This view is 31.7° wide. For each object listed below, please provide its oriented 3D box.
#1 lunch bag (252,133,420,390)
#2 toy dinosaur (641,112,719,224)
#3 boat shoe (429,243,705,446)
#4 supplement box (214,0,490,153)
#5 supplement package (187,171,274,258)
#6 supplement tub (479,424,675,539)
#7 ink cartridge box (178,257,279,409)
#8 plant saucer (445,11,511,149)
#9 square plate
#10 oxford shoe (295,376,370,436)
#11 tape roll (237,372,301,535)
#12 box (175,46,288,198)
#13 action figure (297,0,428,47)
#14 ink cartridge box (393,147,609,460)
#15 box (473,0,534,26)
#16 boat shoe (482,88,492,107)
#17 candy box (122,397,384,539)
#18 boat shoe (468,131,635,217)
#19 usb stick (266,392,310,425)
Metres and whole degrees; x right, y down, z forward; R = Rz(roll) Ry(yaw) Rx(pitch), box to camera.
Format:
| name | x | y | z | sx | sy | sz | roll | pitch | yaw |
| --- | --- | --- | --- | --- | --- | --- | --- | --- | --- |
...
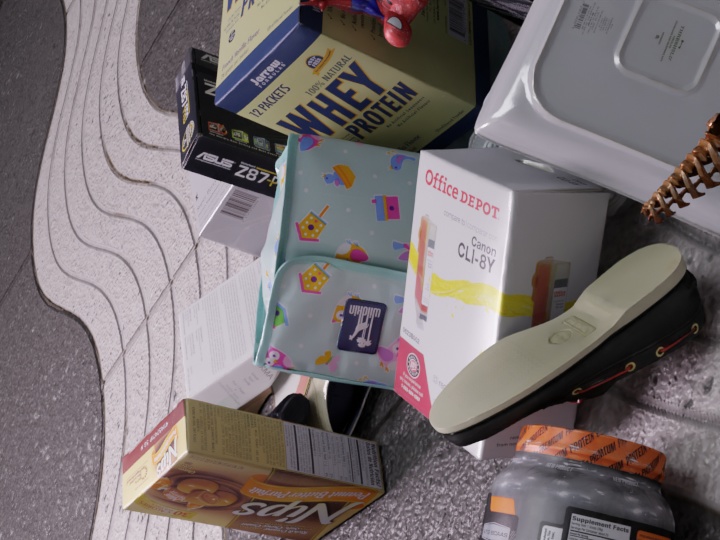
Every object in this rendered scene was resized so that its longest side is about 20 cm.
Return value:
| name | x | y | z | sx | sy | sz | roll | pitch | yaw |
| --- | --- | --- | --- | --- | --- | --- | --- | --- | --- |
| lunch bag | 0.000 | 0.000 | 1.075 | 0.122 | 0.170 | 0.201 | 130 | 148 | -69 |
| toy dinosaur | 0.256 | -0.077 | 0.747 | 0.199 | 0.136 | 0.102 | -14 | 32 | 7 |
| boat shoe | 0.140 | 0.062 | 0.846 | 0.201 | 0.063 | 0.074 | -33 | 25 | -3 |
| supplement box | -0.005 | -0.220 | 1.116 | 0.134 | 0.199 | 0.201 | -34 | 46 | 45 |
| supplement package | -0.111 | -0.124 | 1.385 | 0.121 | 0.119 | 0.200 | -52 | 34 | 29 |
| supplement tub | 0.130 | 0.206 | 0.805 | 0.122 | 0.122 | 0.201 | -6 | 67 | 57 |
| ink cartridge box | -0.092 | 0.045 | 1.285 | 0.200 | 0.050 | 0.161 | -33 | 31 | 8 |
| plant saucer | 0.064 | -0.165 | 1.208 | 0.201 | 0.039 | 0.202 | -34 | 47 | 45 |
| square plate | 0.203 | -0.145 | 0.838 | 0.028 | 0.198 | 0.201 | 42 | -108 | -79 |
| oxford shoe | -0.005 | 0.061 | 1.159 | 0.074 | 0.071 | 0.201 | 18 | 99 | 63 |
| tape roll | -0.100 | 0.163 | 1.285 | 0.203 | 0.037 | 0.203 | -35 | 45 | 44 |
| box | -0.082 | -0.132 | 1.254 | 0.049 | 0.199 | 0.161 | -59 | 26 | 31 |
| action figure | 0.004 | -0.267 | 1.005 | 0.065 | 0.099 | 0.201 | -39 | 49 | 49 |
| ink cartridge box | 0.099 | 0.019 | 0.944 | 0.145 | 0.083 | 0.201 | -146 | 58 | -60 |
| box | 0.147 | -0.234 | 1.000 | 0.079 | 0.141 | 0.200 | -64 | 31 | 7 |
| boat shoe | 0.185 | -0.118 | 0.898 | 0.200 | 0.071 | 0.091 | -20 | 60 | 20 |
| candy box | -0.093 | 0.178 | 1.101 | 0.115 | 0.199 | 0.055 | -41 | 44 | 39 |
| boat shoe | 0.143 | -0.093 | 1.013 | 0.202 | 0.065 | 0.075 | 35 | 103 | 58 |
| usb stick | -0.106 | 0.179 | 1.192 | 0.200 | 0.033 | 0.055 | -48 | 4 | 43 |
